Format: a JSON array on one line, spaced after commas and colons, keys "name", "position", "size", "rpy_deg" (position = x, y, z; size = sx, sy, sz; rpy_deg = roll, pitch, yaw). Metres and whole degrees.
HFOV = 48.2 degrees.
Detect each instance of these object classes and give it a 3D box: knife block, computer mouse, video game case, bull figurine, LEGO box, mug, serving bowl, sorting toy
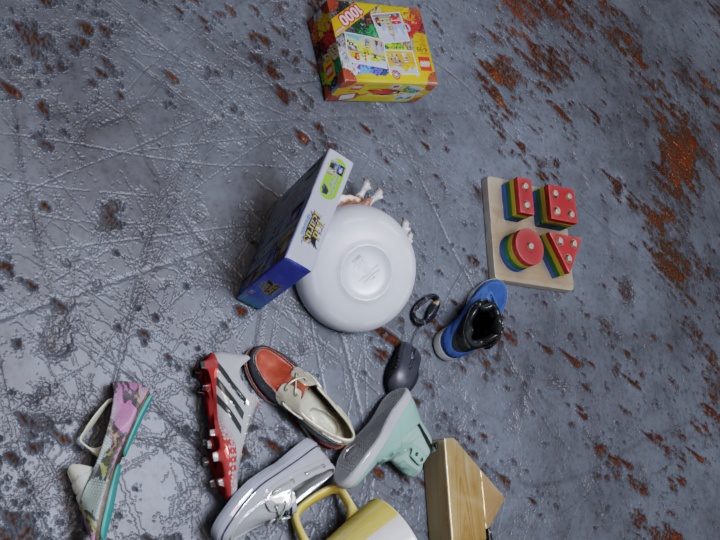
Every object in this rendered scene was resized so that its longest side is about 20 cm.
[{"name": "knife block", "position": [0.139, 0.388, 1.253], "size": [0.201, 0.064, 0.176], "rpy_deg": [50, 55, -10]}, {"name": "computer mouse", "position": [0.093, 0.119, 1.325], "size": [0.058, 0.034, 0.202], "rpy_deg": [35, 59, -18]}, {"name": "video game case", "position": [-0.096, -0.054, 1.155], "size": [0.045, 0.200, 0.183], "rpy_deg": [29, 62, -17]}, {"name": "bull figurine", "position": [0.001, -0.071, 1.297], "size": [0.121, 0.065, 0.200], "rpy_deg": [-43, 108, -7]}, {"name": "LEGO box", "position": [0.022, -0.379, 1.405], "size": [0.198, 0.077, 0.151], "rpy_deg": [-7, 79, -34]}, {"name": "mug", "position": [-0.015, 0.415, 1.126], "size": [0.152, 0.186, 0.151], "rpy_deg": [-25, 122, -26]}, {"name": "serving bowl", "position": [0.000, 0.000, 1.237], "size": [0.197, 0.066, 0.204], "rpy_deg": [-2, 95, -17]}, {"name": "sorting toy", "position": [0.332, -0.073, 1.514], "size": [0.198, 0.069, 0.202], "rpy_deg": [8, 71, -31]}]

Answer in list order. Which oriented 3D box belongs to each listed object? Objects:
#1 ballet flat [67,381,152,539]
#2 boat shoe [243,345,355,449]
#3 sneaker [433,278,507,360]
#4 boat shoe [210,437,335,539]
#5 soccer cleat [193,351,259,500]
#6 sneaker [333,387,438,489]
[{"name": "ballet flat", "position": [-0.324, 0.234, 1.014], "size": [0.070, 0.069, 0.202], "rpy_deg": [16, 62, -7]}, {"name": "boat shoe", "position": [-0.087, 0.183, 1.174], "size": [0.200, 0.062, 0.071], "rpy_deg": [48, 58, -9]}, {"name": "sneaker", "position": [0.216, 0.074, 1.369], "size": [0.199, 0.111, 0.077], "rpy_deg": [-39, 97, -35]}, {"name": "boat shoe", "position": [-0.113, 0.308, 1.101], "size": [0.066, 0.074, 0.199], "rpy_deg": [34, 52, 23]}, {"name": "soccer cleat", "position": [-0.176, 0.210, 1.108], "size": [0.084, 0.069, 0.203], "rpy_deg": [-3, 72, -28]}, {"name": "sneaker", "position": [0.046, 0.282, 1.207], "size": [0.200, 0.073, 0.119], "rpy_deg": [-45, 108, -43]}]
